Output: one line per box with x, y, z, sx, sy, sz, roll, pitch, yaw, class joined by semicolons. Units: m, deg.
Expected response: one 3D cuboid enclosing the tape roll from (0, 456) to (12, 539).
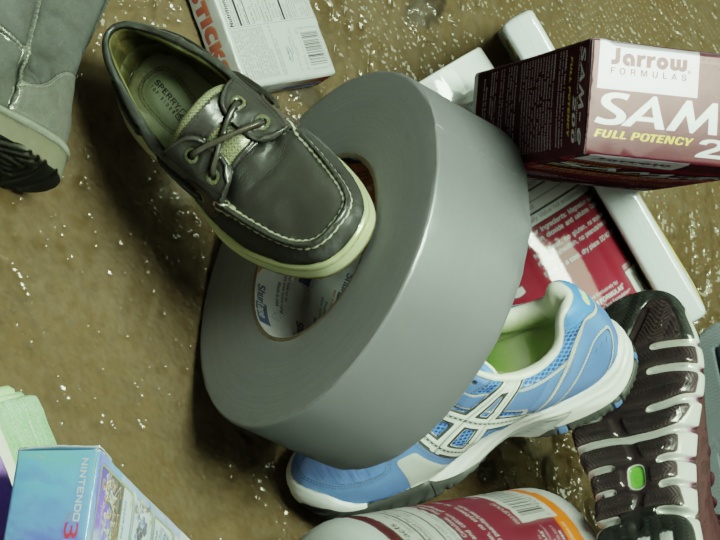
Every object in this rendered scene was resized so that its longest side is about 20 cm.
-0.251;0.125;1.124;0.200;0.066;0.201;14;66;-33;tape roll

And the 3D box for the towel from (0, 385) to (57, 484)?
-0.212;0.145;1.212;0.200;0.023;0.153;-15;81;-44;towel

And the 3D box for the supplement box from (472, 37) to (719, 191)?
0.135;-0.078;1.329;0.108;0.200;0.061;5;88;-13;supplement box

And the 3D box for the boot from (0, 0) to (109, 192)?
-0.197;-0.161;1.327;0.182;0.072;0.201;36;57;-41;boot

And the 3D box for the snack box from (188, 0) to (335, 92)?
-0.079;-0.198;1.475;0.072;0.024;0.201;-14;80;-42;snack box

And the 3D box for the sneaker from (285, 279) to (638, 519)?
0.046;0.064;1.365;0.077;0.199;0.076;58;5;-48;sneaker

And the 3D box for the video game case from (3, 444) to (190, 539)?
-0.120;0.205;1.172;0.181;0.045;0.201;59;34;-60;video game case

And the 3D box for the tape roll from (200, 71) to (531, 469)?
0.000;0.000;1.333;0.066;0.200;0.201;27;55;-30;tape roll

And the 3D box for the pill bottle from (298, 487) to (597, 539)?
0.028;0.181;1.334;0.199;0.114;0.115;-5;74;-41;pill bottle

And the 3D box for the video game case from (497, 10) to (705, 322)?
0.141;-0.063;1.525;0.200;0.023;0.182;60;4;-3;video game case

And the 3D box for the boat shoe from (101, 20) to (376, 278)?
-0.072;-0.065;1.313;0.072;0.201;0.066;-47;140;-3;boat shoe

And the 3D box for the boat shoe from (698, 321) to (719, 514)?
0.252;0.127;1.581;0.062;0.072;0.201;18;59;-40;boat shoe

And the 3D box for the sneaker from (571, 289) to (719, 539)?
0.166;0.119;1.398;0.116;0.075;0.201;51;36;-51;sneaker

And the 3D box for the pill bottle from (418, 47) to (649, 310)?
0.083;-0.021;1.473;0.113;0.113;0.200;-32;92;-44;pill bottle
